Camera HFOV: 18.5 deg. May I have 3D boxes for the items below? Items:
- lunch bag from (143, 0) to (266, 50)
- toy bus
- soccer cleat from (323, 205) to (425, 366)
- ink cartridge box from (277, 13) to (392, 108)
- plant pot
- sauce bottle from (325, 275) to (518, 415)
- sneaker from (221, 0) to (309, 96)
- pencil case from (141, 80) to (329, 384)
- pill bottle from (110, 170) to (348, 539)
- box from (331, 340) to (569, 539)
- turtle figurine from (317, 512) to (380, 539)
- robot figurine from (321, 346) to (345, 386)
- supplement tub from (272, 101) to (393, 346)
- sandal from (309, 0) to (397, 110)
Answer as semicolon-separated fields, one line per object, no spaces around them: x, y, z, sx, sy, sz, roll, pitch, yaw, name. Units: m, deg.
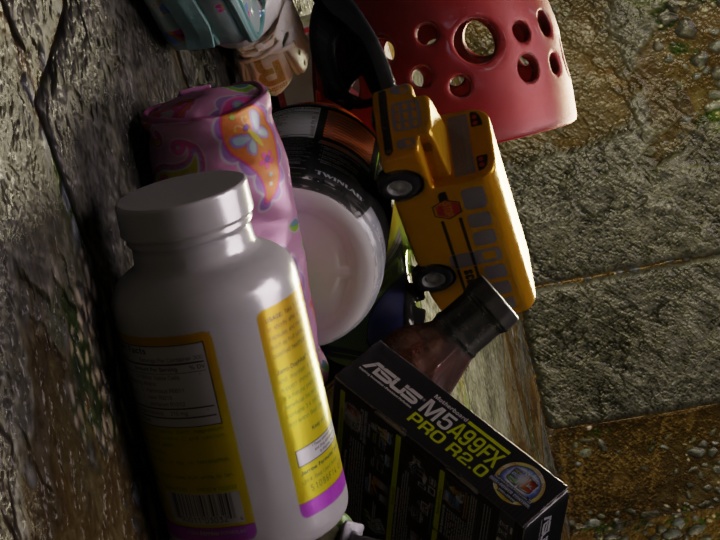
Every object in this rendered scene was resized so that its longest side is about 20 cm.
-0.110;-0.232;1.407;0.200;0.077;0.161;57;24;-70;lunch bag
0.063;-0.045;1.500;0.200;0.078;0.065;68;14;-52;toy bus
0.000;-0.001;1.592;0.200;0.084;0.065;-97;-173;-55;soccer cleat
-0.015;-0.148;1.898;0.200;0.083;0.145;-69;145;-76;ink cartridge box
0.054;-0.183;1.707;0.200;0.200;0.183;-34;113;-81;plant pot
0.019;0.083;1.485;0.066;0.200;0.066;50;3;-4;sauce bottle
-0.071;-0.176;1.623;0.200;0.074;0.116;-86;161;-64;sneaker
-0.076;-0.014;1.361;0.087;0.087;0.200;-77;155;-70;pencil case
-0.075;0.051;1.206;0.104;0.104;0.200;-74;153;-72;pill bottle
0.049;0.161;1.399;0.160;0.044;0.200;38;-34;27;box
0.001;0.177;1.343;0.144;0.200;0.194;10;40;-44;turtle figurine
0.005;0.109;1.605;0.200;0.125;0.150;-91;176;-47;robot figurine
-0.039;-0.038;1.501;0.200;0.122;0.123;-79;158;-67;supplement tub
-0.017;-0.157;1.554;0.201;0.048;0.075;61;-5;36;sandal
